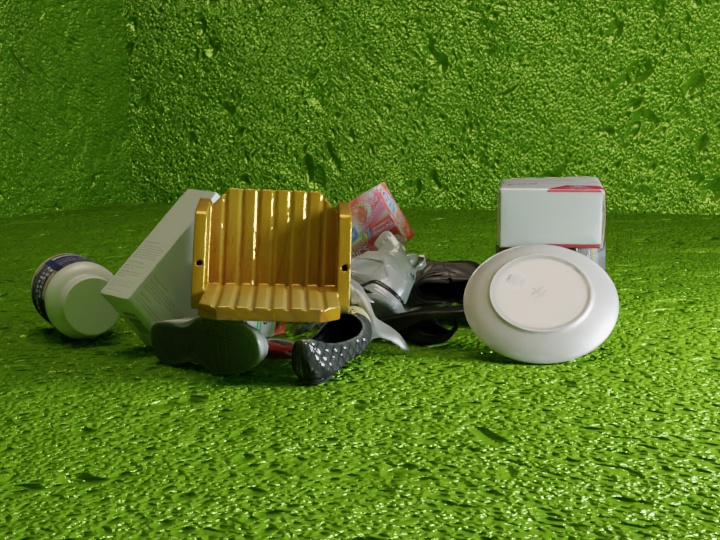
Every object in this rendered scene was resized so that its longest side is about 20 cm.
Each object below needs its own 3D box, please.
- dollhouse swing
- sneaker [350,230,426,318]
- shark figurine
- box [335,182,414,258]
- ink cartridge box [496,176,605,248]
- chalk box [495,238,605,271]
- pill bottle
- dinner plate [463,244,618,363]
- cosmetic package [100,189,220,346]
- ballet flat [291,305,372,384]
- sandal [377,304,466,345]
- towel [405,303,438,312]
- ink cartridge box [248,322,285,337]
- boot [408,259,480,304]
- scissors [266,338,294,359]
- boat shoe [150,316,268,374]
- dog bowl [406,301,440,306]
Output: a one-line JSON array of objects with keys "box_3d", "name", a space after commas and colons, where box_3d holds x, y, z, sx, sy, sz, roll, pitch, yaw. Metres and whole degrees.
[{"box_3d": [-0.110, -0.022, 1.545, 0.198, 0.184, 0.176, 2, -7, -3], "name": "dollhouse swing"}, {"box_3d": [0.000, 0.000, 1.837, 0.199, 0.075, 0.115, 18, 61, 32], "name": "sneaker"}, {"box_3d": [-0.009, 0.041, 1.704, 0.089, 0.130, 0.214, 5, 4, -36], "name": "shark figurine"}, {"box_3d": [-0.028, -0.042, 1.948, 0.199, 0.103, 0.095, -32, 2, 14], "name": "box"}, {"box_3d": [0.268, -0.084, 1.768, 0.146, 0.087, 0.200, 0, 7, 9], "name": "ink cartridge box"}, {"box_3d": [0.267, 0.018, 1.796, 0.123, 0.126, 0.200, 3, 7, 26], "name": "chalk box"}, {"box_3d": [-0.409, 0.039, 1.821, 0.110, 0.112, 0.200, -5, 8, -24], "name": "pill bottle"}, {"box_3d": [0.231, 0.034, 1.603, 0.198, 0.024, 0.201, -3, 46, 4], "name": "dinner plate"}, {"box_3d": [-0.245, -0.003, 1.721, 0.081, 0.113, 0.200, 8, 52, 48], "name": "cosmetic package"}, {"box_3d": [-0.030, 0.080, 1.536, 0.066, 0.057, 0.200, 3, 19, 17], "name": "ballet flat"}, {"box_3d": [0.081, 0.079, 1.712, 0.199, 0.048, 0.075, -12, 1, 36], "name": "sandal"}, {"box_3d": [0.006, 0.062, 1.908, 0.198, 0.024, 0.147, 2, 7, 25], "name": "towel"}, {"box_3d": [-0.137, 0.034, 1.734, 0.050, 0.110, 0.199, 15, 15, 31], "name": "ink cartridge box"}, {"box_3d": [0.088, 0.019, 1.875, 0.198, 0.071, 0.132, -7, 9, 11], "name": "boot"}, {"box_3d": [-0.081, 0.107, 1.613, 0.073, 0.014, 0.199, -6, 7, -40], "name": "scissors"}, {"box_3d": [-0.182, 0.087, 1.569, 0.201, 0.075, 0.064, -4, 9, 45], "name": "boat shoe"}, {"box_3d": [0.065, 0.023, 2.055, 0.198, 0.059, 0.200, -2, 8, 0], "name": "dog bowl"}]
